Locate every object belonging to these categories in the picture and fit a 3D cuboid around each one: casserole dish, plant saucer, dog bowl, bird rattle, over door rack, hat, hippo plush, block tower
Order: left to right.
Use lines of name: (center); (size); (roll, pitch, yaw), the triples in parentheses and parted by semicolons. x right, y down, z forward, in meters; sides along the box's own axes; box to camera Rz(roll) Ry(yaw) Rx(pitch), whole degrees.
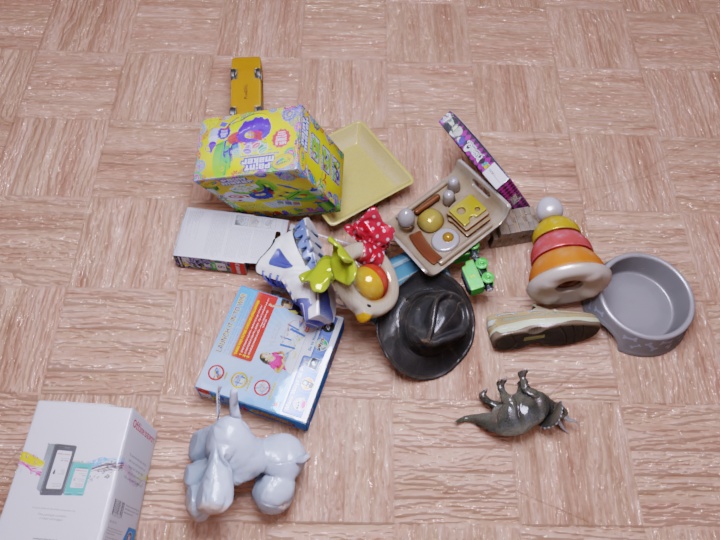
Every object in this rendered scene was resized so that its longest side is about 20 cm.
hippo plush: (-0.173, 0.294, 0.974); (0.161, 0.159, 0.200); (18, 75, -27)
over door rack: (-0.058, -0.008, 1.156); (0.199, 0.067, 0.148); (10, 61, 3)
plant saucer: (-0.027, -0.188, 1.258); (0.200, 0.048, 0.200); (-29, 64, -17)
bird rattle: (0.000, 0.000, 1.040); (0.163, 0.113, 0.200); (60, 36, -2)
casserole dish: (0.089, 0.029, 1.125); (0.200, 0.039, 0.121); (-25, 89, -23)
hat: (0.132, 0.092, 1.067); (0.200, 0.081, 0.201); (3, 83, -24)
block tower: (0.250, -0.078, 1.212); (0.199, 0.054, 0.058); (-7, 64, -6)
dog bowl: (0.515, 0.056, 1.150); (0.200, 0.059, 0.200); (1, 63, -1)

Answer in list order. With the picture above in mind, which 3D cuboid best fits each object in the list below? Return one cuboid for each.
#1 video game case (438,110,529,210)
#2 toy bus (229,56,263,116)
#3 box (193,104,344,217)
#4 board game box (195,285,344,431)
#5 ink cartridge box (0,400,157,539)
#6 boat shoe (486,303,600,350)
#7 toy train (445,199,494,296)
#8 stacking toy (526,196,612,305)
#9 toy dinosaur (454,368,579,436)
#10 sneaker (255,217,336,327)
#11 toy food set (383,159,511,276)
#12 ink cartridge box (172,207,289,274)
video game case: (0.243, -0.203, 1.205); (0.036, 0.200, 0.181); (-41, 67, 14)
toy bus: (-0.241, -0.368, 1.331); (0.065, 0.078, 0.200); (-3, 62, -5)
box: (-0.158, -0.187, 1.132); (0.200, 0.193, 0.122); (-3, 74, 20)
board game box: (-0.150, 0.148, 1.076); (0.195, 0.056, 0.200); (17, 63, 7)
ink cartridge box: (-0.409, 0.313, 0.928); (0.146, 0.147, 0.200); (4, 61, 1)
boat shoe: (0.326, 0.090, 1.123); (0.199, 0.072, 0.076); (-3, 47, -6)
toy train: (0.187, -0.045, 1.141); (0.056, 0.042, 0.200); (-20, 64, 0)
stacking toy: (0.358, -0.050, 1.131); (0.146, 0.146, 0.200); (-3, 64, -4)
toy dinosaur: (0.259, 0.231, 1.037); (0.200, 0.077, 0.102); (-12, 56, -12)
sneaker: (-0.117, 0.015, 1.087); (0.115, 0.081, 0.200); (-21, 62, 14)
toy food set: (0.147, -0.098, 1.113); (0.200, 0.060, 0.144); (-37, 63, -9)
ink cartridge box: (-0.240, -0.052, 1.182); (0.199, 0.050, 0.109); (7, 62, 0)
